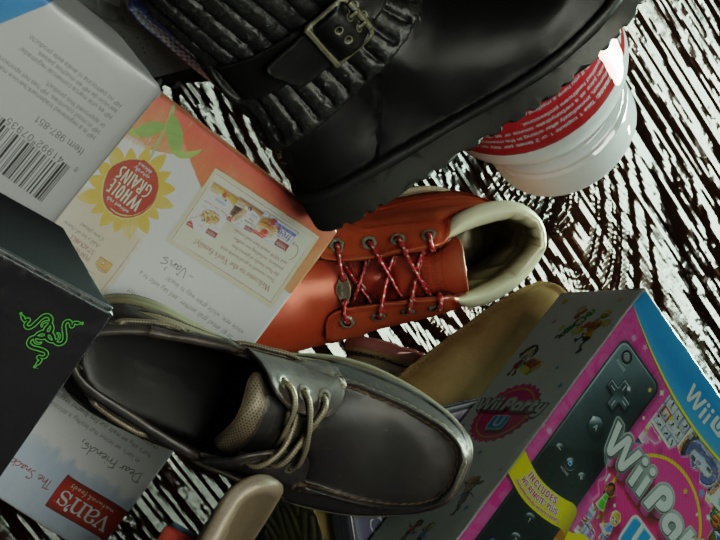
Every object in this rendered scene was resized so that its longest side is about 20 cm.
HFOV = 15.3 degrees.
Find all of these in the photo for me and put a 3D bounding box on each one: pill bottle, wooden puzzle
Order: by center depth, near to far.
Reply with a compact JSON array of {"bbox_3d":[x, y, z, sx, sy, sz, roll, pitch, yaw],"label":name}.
[{"bbox_3d":[-0.111,0.187,1.234,0.037,0.185,0.201,33,72,2],"label":"wooden puzzle"},{"bbox_3d":[0.073,-0.127,1.392,0.113,0.112,0.200,-60,143,-18],"label":"pill bottle"}]

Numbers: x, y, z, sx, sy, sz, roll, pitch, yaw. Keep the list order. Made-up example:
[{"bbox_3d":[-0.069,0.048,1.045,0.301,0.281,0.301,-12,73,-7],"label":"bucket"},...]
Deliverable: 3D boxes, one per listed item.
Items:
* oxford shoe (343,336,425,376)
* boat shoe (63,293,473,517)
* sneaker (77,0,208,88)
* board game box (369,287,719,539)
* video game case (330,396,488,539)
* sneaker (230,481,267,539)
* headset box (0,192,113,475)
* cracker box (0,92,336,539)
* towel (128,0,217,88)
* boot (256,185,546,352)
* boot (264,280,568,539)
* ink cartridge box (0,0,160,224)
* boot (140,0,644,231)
[{"bbox_3d":[0.056,0.106,1.440,0.200,0.070,0.075,39,72,-30],"label":"oxford shoe"},{"bbox_3d":[-0.047,0.069,1.216,0.199,0.073,0.075,16,97,0],"label":"boat shoe"},{"bbox_3d":[-0.140,-0.097,1.304,0.199,0.075,0.116,19,99,-41],"label":"sneaker"},{"bbox_3d":[0.103,0.129,1.297,0.148,0.064,0.200,52,58,-23],"label":"board game box"},{"bbox_3d":[0.072,0.133,1.323,0.199,0.019,0.144,-11,94,-37],"label":"video game case"},{"bbox_3d":[-0.014,0.158,1.394,0.082,0.074,0.201,-18,109,-36],"label":"sneaker"},{"bbox_3d":[-0.226,0.031,1.123,0.174,0.093,0.200,31,100,-30],"label":"headset box"},{"bbox_3d":[-0.125,0.018,1.280,0.134,0.058,0.200,37,90,-32],"label":"cracker box"},{"bbox_3d":[-0.052,-0.171,1.324,0.145,0.024,0.201,37,46,-39],"label":"towel"},{"bbox_3d":[0.000,0.000,1.375,0.199,0.107,0.076,-20,105,-31],"label":"boot"},{"bbox_3d":[0.049,0.123,1.353,0.199,0.066,0.176,-27,114,-36],"label":"boot"},{"bbox_3d":[-0.211,-0.057,1.192,0.145,0.084,0.200,37,96,-30],"label":"ink cartridge box"},{"bbox_3d":[0.018,-0.133,1.235,0.211,0.079,0.158,-35,110,-3],"label":"boot"}]
